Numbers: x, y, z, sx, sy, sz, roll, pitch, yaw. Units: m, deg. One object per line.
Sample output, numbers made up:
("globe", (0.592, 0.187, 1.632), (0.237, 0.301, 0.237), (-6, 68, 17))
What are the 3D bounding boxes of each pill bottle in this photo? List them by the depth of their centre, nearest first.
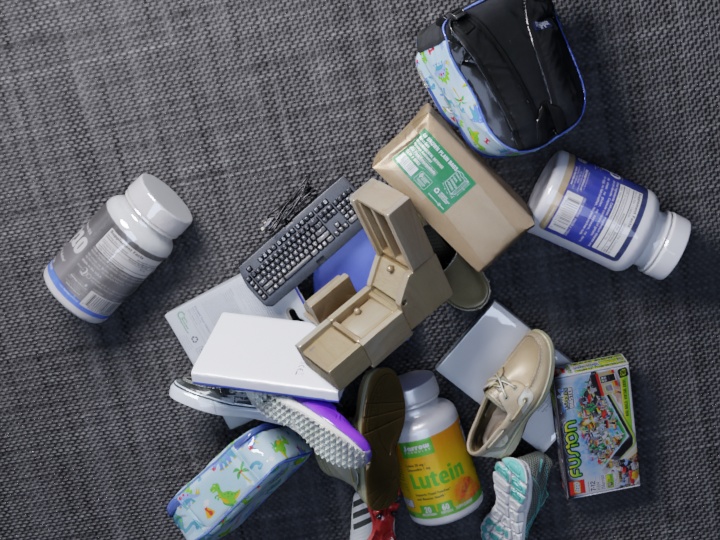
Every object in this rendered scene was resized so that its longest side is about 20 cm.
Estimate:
("pill bottle", (0.329, -0.068, 1.526), (0.200, 0.120, 0.120), (25, 104, -3))
("pill bottle", (-0.333, -0.032, 1.583), (0.114, 0.114, 0.200), (44, 102, -7))
("pill bottle", (0.095, 0.248, 1.621), (0.111, 0.111, 0.200), (-17, 101, 8))

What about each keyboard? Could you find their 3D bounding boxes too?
("keyboard", (-0.085, -0.049, 1.550), (0.200, 0.040, 0.104), (-42, 88, 2))

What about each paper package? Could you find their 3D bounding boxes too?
("paper package", (0.122, -0.111, 1.494), (0.103, 0.191, 0.200), (-44, 96, 10))

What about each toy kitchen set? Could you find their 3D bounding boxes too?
("toy kitchen set", (-0.027, 0.005, 1.471), (0.200, 0.163, 0.180), (-40, 131, -16))

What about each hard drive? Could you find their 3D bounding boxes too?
("hard drive", (-0.109, 0.114, 1.532), (0.200, 0.132, 0.025), (6, 128, 13))
("hard drive", (0.000, 0.000, 1.605), (0.132, 0.025, 0.200), (-1, 103, 4))
("hard drive", (0.226, 0.152, 1.633), (0.200, 0.027, 0.132), (38, 103, -6))

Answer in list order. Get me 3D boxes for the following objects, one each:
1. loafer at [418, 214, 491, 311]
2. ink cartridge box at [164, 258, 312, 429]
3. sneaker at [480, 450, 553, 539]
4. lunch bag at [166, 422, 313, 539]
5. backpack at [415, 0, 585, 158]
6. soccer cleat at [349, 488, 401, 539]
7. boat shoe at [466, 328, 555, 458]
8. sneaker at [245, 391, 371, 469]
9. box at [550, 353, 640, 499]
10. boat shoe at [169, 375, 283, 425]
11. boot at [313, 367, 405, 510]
("loafer", (0.111, -0.008, 1.560), (0.076, 0.067, 0.200), (-43, 116, 6))
("ink cartridge box", (-0.146, 0.102, 1.632), (0.200, 0.041, 0.200), (-25, 100, 16))
("sneaker", (0.235, 0.343, 1.654), (0.078, 0.091, 0.200), (37, 133, 36))
("lunch bag", (-0.170, 0.301, 1.630), (0.200, 0.161, 0.082), (-45, 74, 14))
("backpack", (0.182, -0.247, 1.464), (0.183, 0.147, 0.200), (-29, 96, -21))
("soccer cleat", (0.017, 0.364, 1.681), (0.069, 0.085, 0.200), (-4, 128, -17))
("boat shoe", (0.205, 0.173, 1.581), (0.065, 0.072, 0.200), (6, 115, -39))
("sneaker", (-0.050, 0.177, 1.518), (0.200, 0.100, 0.070), (32, 143, 25))
("box", (0.331, 0.222, 1.617), (0.110, 0.035, 0.200), (-11, 111, -1))
("boat shoe", (-0.165, 0.166, 1.603), (0.200, 0.072, 0.071), (10, 100, -5))
("boot", (-0.008, 0.215, 1.591), (0.072, 0.155, 0.200), (-8, 106, -31))
